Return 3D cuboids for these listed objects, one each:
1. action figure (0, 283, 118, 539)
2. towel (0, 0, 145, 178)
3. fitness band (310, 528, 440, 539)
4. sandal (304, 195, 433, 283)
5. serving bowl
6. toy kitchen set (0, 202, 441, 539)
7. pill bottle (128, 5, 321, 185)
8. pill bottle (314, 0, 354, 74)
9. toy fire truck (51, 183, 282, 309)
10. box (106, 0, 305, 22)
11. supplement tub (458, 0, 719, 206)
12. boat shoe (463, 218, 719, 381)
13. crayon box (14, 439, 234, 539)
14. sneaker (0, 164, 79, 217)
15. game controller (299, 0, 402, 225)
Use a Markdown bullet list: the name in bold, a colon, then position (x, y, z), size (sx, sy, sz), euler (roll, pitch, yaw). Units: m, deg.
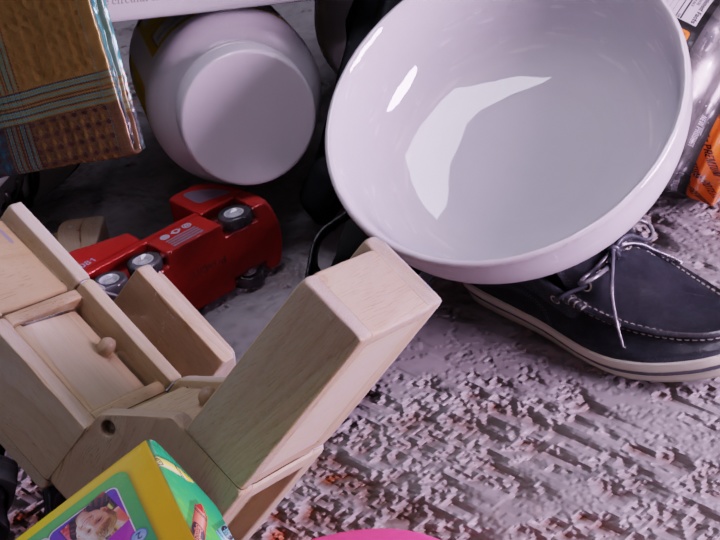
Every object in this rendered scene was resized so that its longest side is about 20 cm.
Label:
- **action figure**: position (-0.180, 0.063, 1.003), size (0.129, 0.070, 0.201), euler (0, 44, -11)
- **towel**: position (-0.208, -0.156, 1.123), size (0.146, 0.201, 0.022), euler (-6, 16, 32)
- **fitness band**: position (-0.031, 0.177, 0.832), size (0.199, 0.038, 0.144), euler (-19, 32, -14)
- **sandal**: position (0.000, 0.000, 1.055), size (0.075, 0.045, 0.201), euler (-5, 42, 34)
- **serving bowl**: position (0.085, -0.073, 1.027), size (0.199, 0.066, 0.201), euler (-12, 56, 18)
- **toy kitchen set**: position (-0.078, 0.007, 0.929), size (0.200, 0.181, 0.163), euler (45, 28, 12)
- **pill bottle**: position (-0.085, -0.118, 1.218), size (0.111, 0.112, 0.200), euler (-15, 19, -6)
- **pill bottle**: position (0.023, -0.215, 1.372), size (0.113, 0.114, 0.200), euler (-9, 31, 4)
- **toy fire truck**: position (-0.162, -0.001, 1.148), size (0.199, 0.049, 0.141), euler (-30, 35, -29)
- **box**: position (-0.108, -0.241, 1.208), size (0.198, 0.132, 0.200), euler (-7, 18, -11)
- **supplement tub**: position (0.141, -0.125, 1.133), size (0.199, 0.123, 0.123), euler (29, 43, 11)
- **boat shoe**: position (0.131, 0.006, 1.032), size (0.074, 0.063, 0.199), euler (-31, 38, -33)
- **crayon box**: position (-0.134, 0.174, 0.785), size (0.200, 0.058, 0.119), euler (-37, 34, -1)
- **sneaker**: position (-0.248, -0.034, 1.223), size (0.079, 0.074, 0.200), euler (35, 52, 26)
- **game controller**: position (0.005, -0.122, 1.189), size (0.042, 0.105, 0.201), euler (18, 49, -5)
